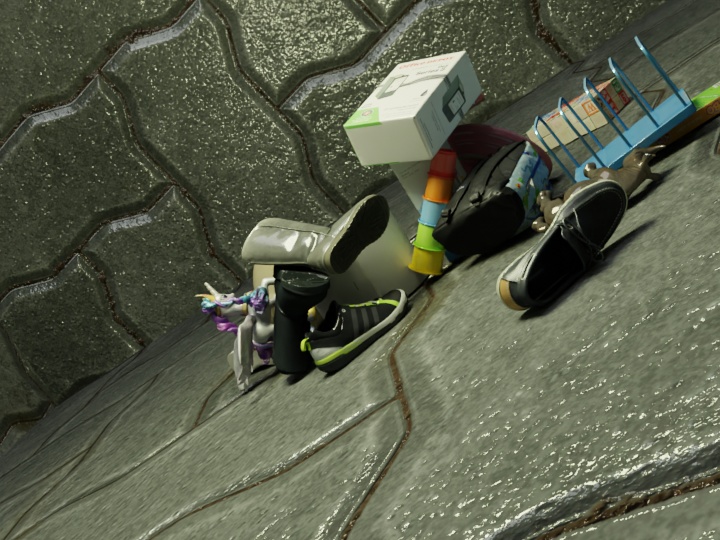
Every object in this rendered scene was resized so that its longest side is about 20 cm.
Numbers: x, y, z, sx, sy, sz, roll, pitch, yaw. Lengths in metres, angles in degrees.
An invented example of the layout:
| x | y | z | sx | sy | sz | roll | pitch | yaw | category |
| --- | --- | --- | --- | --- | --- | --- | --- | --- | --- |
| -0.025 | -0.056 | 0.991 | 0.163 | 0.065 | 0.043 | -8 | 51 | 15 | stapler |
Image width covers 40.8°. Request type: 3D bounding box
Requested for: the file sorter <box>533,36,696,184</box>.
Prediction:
| x | y | z | sx | sy | sz | roll | pitch | yaw | category |
| --- | --- | --- | --- | --- | --- | --- | --- | --- | --- |
| 0.366 | -0.229 | 1.421 | 0.200 | 0.123 | 0.139 | -39 | 6 | 22 | file sorter |

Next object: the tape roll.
| x | y | z | sx | sy | sz | roll | pitch | yaw | category |
| --- | --- | --- | --- | --- | --- | --- | --- | --- | --- |
| 0.000 | 0.000 | 1.671 | 0.202 | 0.140 | 0.203 | -33 | 9 | 6 | tape roll |

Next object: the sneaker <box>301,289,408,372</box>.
| x | y | z | sx | sy | sz | roll | pitch | yaw | category |
| --- | --- | --- | --- | --- | --- | --- | --- | --- | --- |
| -0.008 | 0.072 | 1.478 | 0.200 | 0.083 | 0.072 | -39 | 10 | -32 | sneaker |

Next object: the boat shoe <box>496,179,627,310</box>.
| x | y | z | sx | sy | sz | roll | pitch | yaw | category |
| --- | --- | --- | --- | --- | --- | --- | --- | --- | --- |
| 0.241 | -0.027 | 1.108 | 0.200 | 0.075 | 0.062 | -42 | 15 | -13 | boat shoe |

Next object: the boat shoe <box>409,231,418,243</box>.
| x | y | z | sx | sy | sz | roll | pitch | yaw | category |
| --- | --- | --- | --- | --- | --- | --- | --- | --- | --- |
| 0.117 | -0.065 | 1.870 | 0.199 | 0.057 | 0.067 | -34 | 8 | 6 | boat shoe |

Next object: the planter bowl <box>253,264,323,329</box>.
| x | y | z | sx | sy | sz | roll | pitch | yaw | category |
| --- | --- | --- | --- | --- | --- | --- | --- | --- | --- |
| -0.121 | 0.040 | 1.846 | 0.200 | 0.200 | 0.136 | -25 | 39 | 48 | planter bowl |

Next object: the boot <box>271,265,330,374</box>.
| x | y | z | sx | sy | sz | roll | pitch | yaw | category |
| --- | --- | --- | --- | --- | --- | --- | --- | --- | --- |
| -0.096 | 0.084 | 1.532 | 0.076 | 0.170 | 0.200 | -4 | 9 | -17 | boot |

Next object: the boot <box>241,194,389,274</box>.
| x | y | z | sx | sy | sz | roll | pitch | yaw | category |
| --- | --- | --- | --- | --- | --- | --- | --- | --- | --- |
| -0.073 | -0.062 | 1.561 | 0.199 | 0.073 | 0.182 | 3 | 38 | 46 | boot |

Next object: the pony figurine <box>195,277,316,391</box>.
| x | y | z | sx | sy | sz | roll | pitch | yaw | category |
| --- | --- | --- | --- | --- | --- | --- | --- | --- | --- |
| -0.177 | 0.102 | 1.689 | 0.198 | 0.195 | 0.167 | -8 | -13 | -14 | pony figurine |

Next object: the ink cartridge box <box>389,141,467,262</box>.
| x | y | z | sx | sy | sz | roll | pitch | yaw | category |
| --- | --- | --- | --- | --- | --- | --- | --- | --- | --- |
| 0.142 | -0.134 | 1.658 | 0.084 | 0.201 | 0.145 | -31 | 9 | 18 | ink cartridge box |

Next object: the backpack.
| x | y | z | sx | sy | sz | roll | pitch | yaw | category |
| --- | --- | --- | --- | --- | --- | --- | --- | --- | --- |
| 0.223 | -0.119 | 1.530 | 0.163 | 0.153 | 0.201 | -33 | 28 | 42 | backpack |

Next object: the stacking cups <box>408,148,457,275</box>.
| x | y | z | sx | sy | sz | roll | pitch | yaw | category |
| --- | --- | --- | --- | --- | --- | --- | --- | --- | --- |
| 0.123 | -0.097 | 1.572 | 0.060 | 0.202 | 0.061 | 9 | 13 | -2 | stacking cups |

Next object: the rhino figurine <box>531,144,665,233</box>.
| x | y | z | sx | sy | sz | roll | pitch | yaw | category |
| --- | --- | --- | --- | --- | --- | --- | --- | --- | --- |
| 0.320 | -0.107 | 1.277 | 0.199 | 0.060 | 0.088 | -33 | 22 | 0 | rhino figurine |

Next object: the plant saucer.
| x | y | z | sx | sy | sz | roll | pitch | yaw | category |
| --- | --- | --- | --- | --- | --- | --- | --- | --- | --- |
| 0.242 | -0.192 | 1.736 | 0.200 | 0.199 | 0.051 | -15 | 52 | 67 | plant saucer |

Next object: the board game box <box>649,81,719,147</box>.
| x | y | z | sx | sy | sz | roll | pitch | yaw | category |
| --- | --- | --- | --- | --- | --- | --- | --- | --- | --- |
| 0.484 | -0.227 | 1.438 | 0.199 | 0.030 | 0.096 | -31 | 9 | 16 | board game box |

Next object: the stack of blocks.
| x | y | z | sx | sy | sz | roll | pitch | yaw | category |
| --- | --- | --- | --- | --- | --- | --- | --- | --- | --- |
| 0.441 | -0.312 | 2.000 | 0.199 | 0.059 | 0.115 | -25 | 12 | 49 | stack of blocks |

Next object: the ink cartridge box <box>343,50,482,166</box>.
| x | y | z | sx | sy | sz | roll | pitch | yaw | category |
| --- | --- | --- | --- | --- | --- | --- | --- | --- | --- |
| 0.088 | -0.264 | 1.580 | 0.145 | 0.084 | 0.200 | -2 | 39 | 38 | ink cartridge box |

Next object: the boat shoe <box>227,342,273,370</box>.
| x | y | z | sx | sy | sz | roll | pitch | yaw | category |
| --- | --- | --- | --- | --- | --- | --- | --- | --- | --- |
| -0.178 | 0.146 | 1.836 | 0.068 | 0.072 | 0.200 | -41 | 1 | -40 | boat shoe |

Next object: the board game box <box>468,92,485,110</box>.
| x | y | z | sx | sy | sz | roll | pitch | yaw | category |
| --- | --- | --- | --- | --- | --- | --- | --- | --- | --- |
| 0.115 | -0.248 | 1.671 | 0.199 | 0.020 | 0.103 | -31 | 8 | -3 | board game box |
